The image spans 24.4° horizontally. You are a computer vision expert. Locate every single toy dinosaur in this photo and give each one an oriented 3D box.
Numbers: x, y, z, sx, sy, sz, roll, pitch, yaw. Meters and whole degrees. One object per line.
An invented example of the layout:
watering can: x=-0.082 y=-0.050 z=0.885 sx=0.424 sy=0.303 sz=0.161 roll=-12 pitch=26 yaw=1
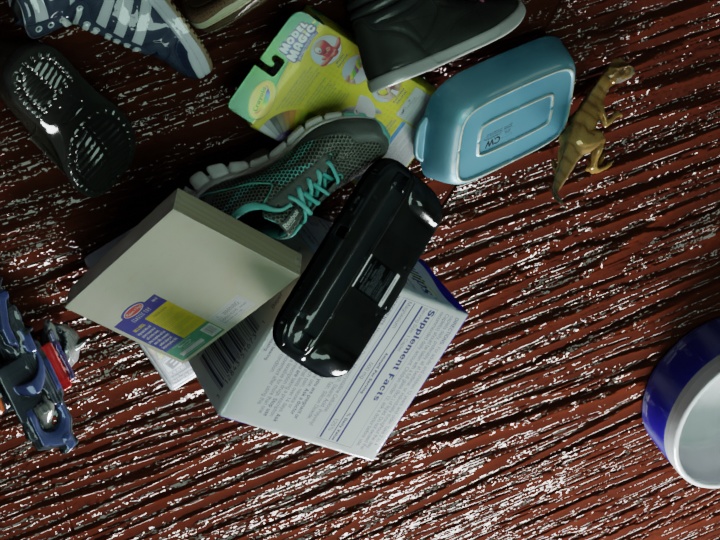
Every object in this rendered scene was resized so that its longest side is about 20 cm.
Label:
toy dinosaur: x=0.211 y=-0.123 z=1.641 sx=0.106 sy=0.060 sz=0.201 roll=75 pitch=37 yaw=-58

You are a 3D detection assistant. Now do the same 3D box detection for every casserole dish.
casserole dish: x=0.137 y=-0.148 z=1.587 sx=0.199 sy=0.039 sz=0.122 roll=-25 pitch=139 yaw=-29

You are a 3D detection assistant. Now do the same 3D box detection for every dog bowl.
dog bowl: x=0.434 y=0.154 z=1.958 sx=0.199 sy=0.079 sz=0.201 roll=-13 pitch=126 yaw=-19

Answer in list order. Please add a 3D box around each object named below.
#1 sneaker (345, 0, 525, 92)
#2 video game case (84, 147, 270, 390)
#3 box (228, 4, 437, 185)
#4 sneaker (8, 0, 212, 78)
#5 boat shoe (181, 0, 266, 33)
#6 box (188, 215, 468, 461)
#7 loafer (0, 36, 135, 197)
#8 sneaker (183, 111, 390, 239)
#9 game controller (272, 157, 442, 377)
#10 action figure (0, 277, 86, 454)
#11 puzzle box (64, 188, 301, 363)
sneaker: x=0.068 y=-0.239 z=1.500 sx=0.199 sy=0.071 sz=0.100 roll=-29 pitch=100 yaw=-36
video game case: x=-0.137 y=0.002 z=1.591 sx=0.199 sy=0.023 sz=0.182 roll=-32 pitch=130 yaw=-5
box: x=-0.023 y=-0.157 z=1.526 sx=0.199 sy=0.048 sz=0.118 roll=27 pitch=107 yaw=-40
sneaker: x=-0.215 y=-0.209 z=1.372 sx=0.108 sy=0.070 sz=0.200 roll=-42 pitch=125 yaw=-1
boat shoe: x=-0.059 y=-0.265 z=1.417 sx=0.202 sy=0.075 sz=0.075 roll=-40 pitch=137 yaw=2
box: x=-0.033 y=0.062 z=1.604 sx=0.199 sy=0.105 sz=0.185 roll=21 pitch=109 yaw=-36
loafer: x=-0.254 y=-0.138 z=1.409 sx=0.073 sy=0.071 sz=0.200 roll=-45 pitch=148 yaw=-13
sneaker: x=-0.060 y=-0.068 z=1.486 sx=0.199 sy=0.092 sz=0.078 roll=-26 pitch=136 yaw=9
game controller: x=0.000 y=0.000 z=1.499 sx=0.201 sy=0.042 sz=0.104 roll=-58 pitch=141 yaw=-5
action figure: x=-0.346 y=0.083 z=1.514 sx=0.192 sy=0.104 sz=0.201 roll=-21 pitch=104 yaw=-22
puzzle box: x=-0.161 y=0.010 z=1.486 sx=0.133 sy=0.026 sz=0.200 roll=28 pitch=139 yaw=-26
